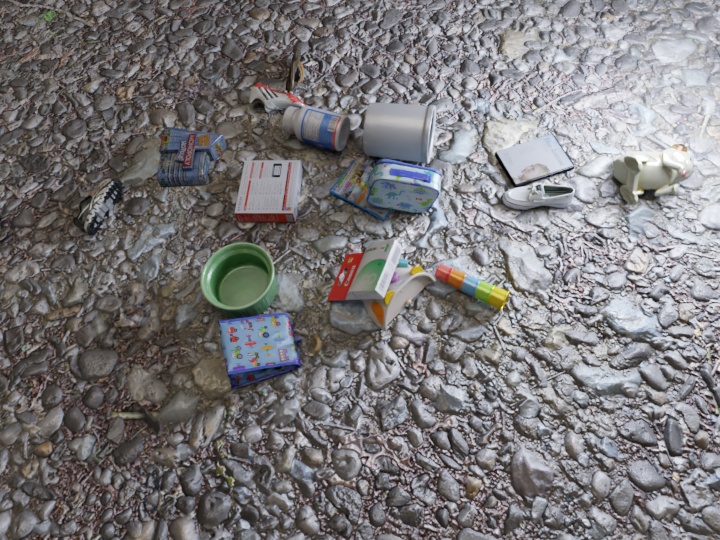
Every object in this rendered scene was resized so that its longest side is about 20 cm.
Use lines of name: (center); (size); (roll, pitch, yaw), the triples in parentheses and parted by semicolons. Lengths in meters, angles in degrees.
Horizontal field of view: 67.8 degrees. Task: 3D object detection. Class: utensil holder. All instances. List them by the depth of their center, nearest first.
utensil holder: (0.120, -0.421, 1.624); (0.197, 0.171, 0.172); (9, 62, 11)

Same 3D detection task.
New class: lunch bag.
lunch bag: (-0.249, 0.192, 1.369); (0.198, 0.094, 0.152); (-12, 58, -13)
lunch bag: (0.122, -0.237, 1.509); (0.197, 0.161, 0.083); (9, 69, -7)

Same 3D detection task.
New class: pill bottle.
pill bottle: (-0.140, -0.456, 1.695); (0.198, 0.113, 0.113); (18, 64, 14)

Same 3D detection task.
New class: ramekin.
ramekin: (-0.321, 0.035, 1.446); (0.197, 0.098, 0.202); (-2, 61, 4)

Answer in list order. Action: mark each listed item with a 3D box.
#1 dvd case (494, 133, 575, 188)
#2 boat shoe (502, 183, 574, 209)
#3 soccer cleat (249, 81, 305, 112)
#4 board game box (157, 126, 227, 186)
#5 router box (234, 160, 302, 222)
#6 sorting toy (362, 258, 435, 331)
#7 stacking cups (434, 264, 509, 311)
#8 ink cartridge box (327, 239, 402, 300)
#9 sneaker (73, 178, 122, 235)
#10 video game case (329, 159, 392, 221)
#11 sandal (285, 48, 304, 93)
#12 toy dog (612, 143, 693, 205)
dvd case: (0.529, -0.335, 1.629); (0.198, 0.018, 0.144); (-18, 61, -6)
boat shoe: (0.512, -0.223, 1.541); (0.197, 0.067, 0.074); (-2, 61, 3)
soccer cleat: (-0.279, -0.564, 1.796); (0.198, 0.069, 0.086); (21, 89, 6)
board game box: (-0.535, -0.369, 1.707); (0.197, 0.062, 0.202); (-3, 61, 4)
router box: (-0.275, -0.242, 1.623); (0.177, 0.049, 0.202); (1, 61, 5)
sorting toy: (0.065, 0.028, 1.437); (0.200, 0.107, 0.179); (-43, 47, -18)
stacking cups: (0.294, 0.036, 1.420); (0.199, 0.061, 0.061); (29, 67, 19)
ink cartridge box: (0.000, 0.000, 1.411); (0.198, 0.050, 0.162); (-2, 53, 38)
sneaker: (-0.808, -0.206, 1.635); (0.089, 0.067, 0.202); (16, 66, 10)
video game case: (0.025, -0.245, 1.619); (0.199, 0.018, 0.144); (29, 68, 18)
sandal: (-0.221, -0.688, 1.861); (0.054, 0.082, 0.202); (15, 54, -12)
toy dog: (0.841, -0.283, 1.526); (0.197, 0.141, 0.194); (-10, 24, 1)
